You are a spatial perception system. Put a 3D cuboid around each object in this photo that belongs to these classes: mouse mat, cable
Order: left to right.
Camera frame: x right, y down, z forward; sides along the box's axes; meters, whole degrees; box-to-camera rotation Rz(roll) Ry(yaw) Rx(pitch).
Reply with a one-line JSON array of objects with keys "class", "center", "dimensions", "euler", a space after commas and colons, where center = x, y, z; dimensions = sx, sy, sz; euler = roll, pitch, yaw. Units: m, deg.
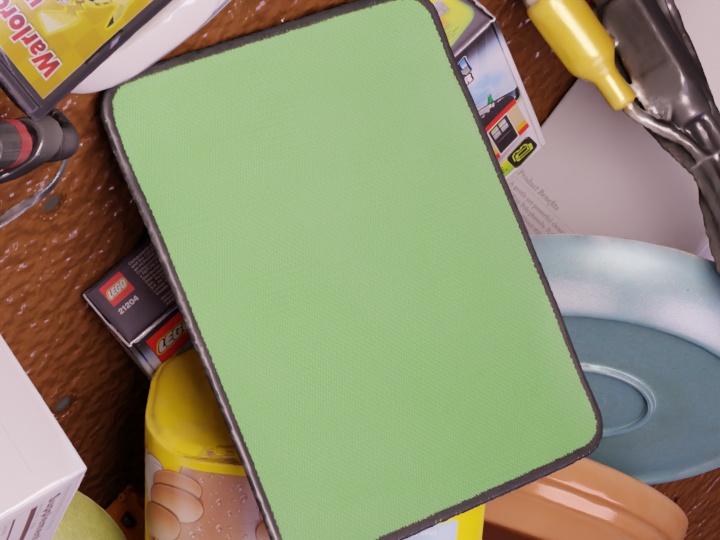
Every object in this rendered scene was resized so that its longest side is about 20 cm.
[{"class": "mouse mat", "center": [0.000, 0.000, 0.998], "dimensions": [0.160, 0.201, 0.008], "euler": [-20, 175, -33]}, {"class": "cable", "center": [0.129, -0.053, 1.082], "dimensions": [0.050, 0.201, 0.097], "euler": [-31, 169, 24]}]

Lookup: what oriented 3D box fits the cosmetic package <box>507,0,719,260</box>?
[{"class": "cosmetic package", "center": [0.147, -0.047, 1.201], "dimensions": [0.200, 0.108, 0.085], "euler": [-51, 151, 13]}]

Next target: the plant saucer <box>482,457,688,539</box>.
[{"class": "plant saucer", "center": [0.047, 0.106, 1.182], "dimensions": [0.200, 0.199, 0.038], "euler": [43, 59, -61]}]

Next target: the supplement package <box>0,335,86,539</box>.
[{"class": "supplement package", "center": [-0.209, 0.087, 0.876], "dimensions": [0.199, 0.114, 0.110], "euler": [-30, 167, -27]}]

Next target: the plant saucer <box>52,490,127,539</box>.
[{"class": "plant saucer", "center": [-0.177, 0.170, 1.076], "dimensions": [0.199, 0.031, 0.201], "euler": [-17, 130, -20]}]

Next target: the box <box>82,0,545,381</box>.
[{"class": "box", "center": [-0.015, -0.023, 1.093], "dimensions": [0.200, 0.035, 0.110], "euler": [-42, 151, -6]}]

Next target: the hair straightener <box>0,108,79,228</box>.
[{"class": "hair straightener", "center": [-0.174, -0.029, 0.892], "dimensions": [0.199, 0.041, 0.077], "euler": [-16, 160, -50]}]

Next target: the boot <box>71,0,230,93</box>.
[{"class": "boot", "center": [-0.026, -0.126, 0.906], "dimensions": [0.200, 0.073, 0.090], "euler": [-47, 146, 0]}]

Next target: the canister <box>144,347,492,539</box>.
[{"class": "canister", "center": [-0.021, 0.134, 1.083], "dimensions": [0.147, 0.087, 0.201], "euler": [4, 125, 1]}]

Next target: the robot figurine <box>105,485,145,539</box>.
[{"class": "robot figurine", "center": [-0.123, 0.188, 1.197], "dimensions": [0.145, 0.058, 0.201], "euler": [13, 117, -54]}]

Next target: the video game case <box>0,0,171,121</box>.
[{"class": "video game case", "center": [-0.085, -0.169, 0.773], "dimensions": [0.181, 0.025, 0.200], "euler": [-43, 135, -6]}]

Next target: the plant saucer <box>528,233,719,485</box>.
[{"class": "plant saucer", "center": [0.096, 0.047, 1.131], "dimensions": [0.201, 0.198, 0.028], "euler": [74, 21, -58]}]
